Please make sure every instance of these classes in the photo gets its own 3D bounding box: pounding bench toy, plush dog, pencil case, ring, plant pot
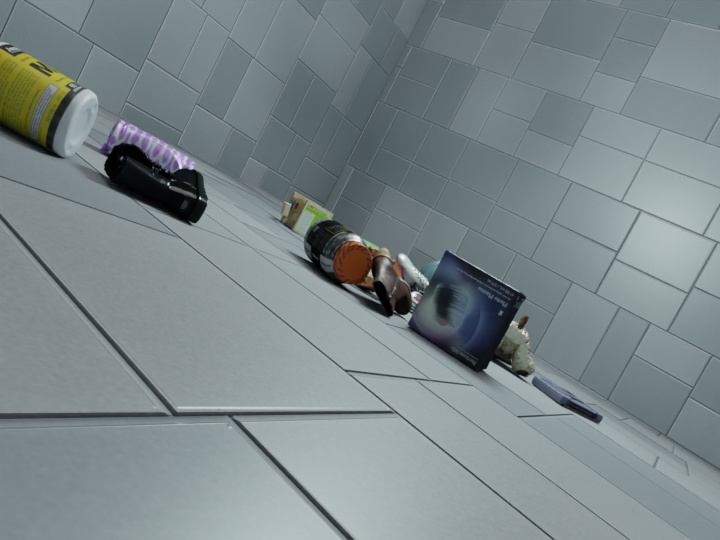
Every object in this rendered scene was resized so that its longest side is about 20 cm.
[{"bbox_3d":[-0.235,-0.217,2.102,0.197,0.127,0.155,26,5,-36],"label":"pounding bench toy"},{"bbox_3d":[0.444,0.213,1.699,0.196,0.163,0.172,29,-11,6],"label":"plush dog"},{"bbox_3d":[-0.466,-0.250,1.241,0.196,0.084,0.087,26,40,-21],"label":"pencil case"},{"bbox_3d":[0.017,-0.017,1.536,0.194,0.020,0.202,9,31,-5],"label":"ring"},{"bbox_3d":[0.339,0.079,2.353,0.197,0.201,0.136,27,31,-23],"label":"plant pot"}]

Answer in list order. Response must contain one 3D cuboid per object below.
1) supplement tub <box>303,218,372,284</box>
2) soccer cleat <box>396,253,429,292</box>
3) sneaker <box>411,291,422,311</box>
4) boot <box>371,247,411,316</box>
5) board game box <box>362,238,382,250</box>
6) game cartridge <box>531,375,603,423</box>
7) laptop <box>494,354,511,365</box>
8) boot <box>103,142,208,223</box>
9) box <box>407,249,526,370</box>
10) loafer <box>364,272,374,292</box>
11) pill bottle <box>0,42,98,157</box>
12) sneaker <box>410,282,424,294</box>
[{"bbox_3d":[-0.055,-0.045,1.371,0.121,0.125,0.199,26,5,-31],"label":"supplement tub"},{"bbox_3d":[0.188,0.028,1.871,0.085,0.070,0.204,-12,-66,35],"label":"soccer cleat"},{"bbox_3d":[0.227,0.132,1.682,0.196,0.077,0.115,13,19,-38],"label":"sneaker"},{"bbox_3d":[0.071,0.063,1.344,0.168,0.070,0.204,-79,149,-58],"label":"boot"},{"bbox_3d":[-0.016,-0.048,1.723,0.199,0.132,0.030,22,53,-58],"label":"board game box"},{"bbox_3d":[0.602,0.374,1.638,0.197,0.039,0.130,28,9,-28],"label":"game cartridge"},{"bbox_3d":[0.383,0.237,1.879,0.184,0.116,0.203,27,34,-25],"label":"laptop"},{"bbox_3d":[-0.365,-0.171,1.001,0.166,0.077,0.200,32,9,-33],"label":"boot"},{"bbox_3d":[0.247,0.093,1.306,0.197,0.202,0.123,30,7,24],"label":"box"},{"bbox_3d":[0.000,0.000,1.584,0.075,0.070,0.200,27,6,-30],"label":"loafer"},{"bbox_3d":[-0.526,-0.275,0.870,0.197,0.116,0.114,29,4,-14],"label":"pill bottle"},{"bbox_3d":[0.236,0.114,1.810,0.197,0.079,0.070,30,4,6],"label":"sneaker"}]
